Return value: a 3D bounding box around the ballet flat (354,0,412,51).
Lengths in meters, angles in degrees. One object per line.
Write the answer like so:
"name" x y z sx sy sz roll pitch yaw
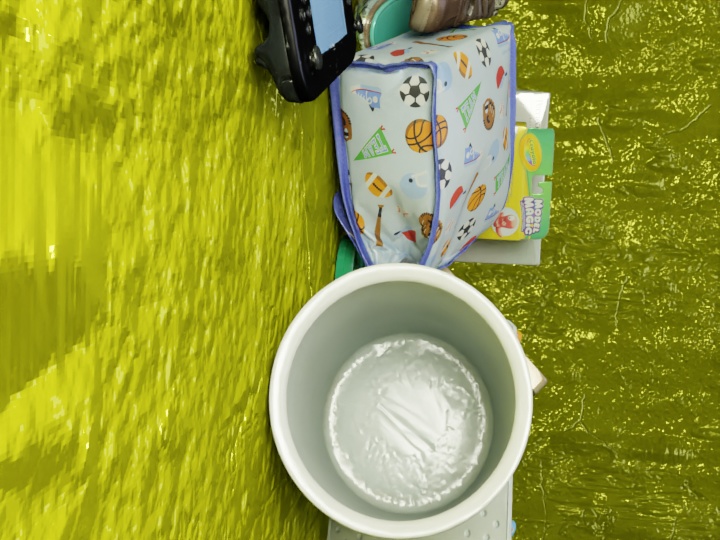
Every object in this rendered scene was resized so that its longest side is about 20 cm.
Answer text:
"ballet flat" 0.032 -0.238 0.884 0.199 0.073 0.076 -28 124 -55

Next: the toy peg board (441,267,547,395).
"toy peg board" 0.084 0.086 0.993 0.201 0.097 0.199 49 -7 11

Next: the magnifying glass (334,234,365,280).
"magnifying glass" 0.000 0.000 0.928 0.200 0.022 0.082 -48 140 -79

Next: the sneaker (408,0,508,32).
"sneaker" 0.095 -0.252 0.813 0.201 0.074 0.072 -64 170 -55

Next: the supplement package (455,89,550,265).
"supplement package" 0.116 -0.115 1.096 0.147 0.195 0.196 -50 142 -77

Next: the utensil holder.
"utensil holder" 0.032 0.101 0.677 0.200 0.166 0.174 68 26 -76

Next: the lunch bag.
"lunch bag" 0.059 -0.100 0.817 0.169 0.122 0.204 -36 126 -47

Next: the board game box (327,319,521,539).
"board game box" 0.057 0.159 0.829 0.026 0.197 0.204 27 59 -41

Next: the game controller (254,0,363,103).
"game controller" -0.029 -0.170 0.575 0.201 0.041 0.107 -70 161 -68

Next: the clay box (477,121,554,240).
"clay box" 0.096 -0.095 0.957 0.048 0.195 0.118 -58 151 -74
